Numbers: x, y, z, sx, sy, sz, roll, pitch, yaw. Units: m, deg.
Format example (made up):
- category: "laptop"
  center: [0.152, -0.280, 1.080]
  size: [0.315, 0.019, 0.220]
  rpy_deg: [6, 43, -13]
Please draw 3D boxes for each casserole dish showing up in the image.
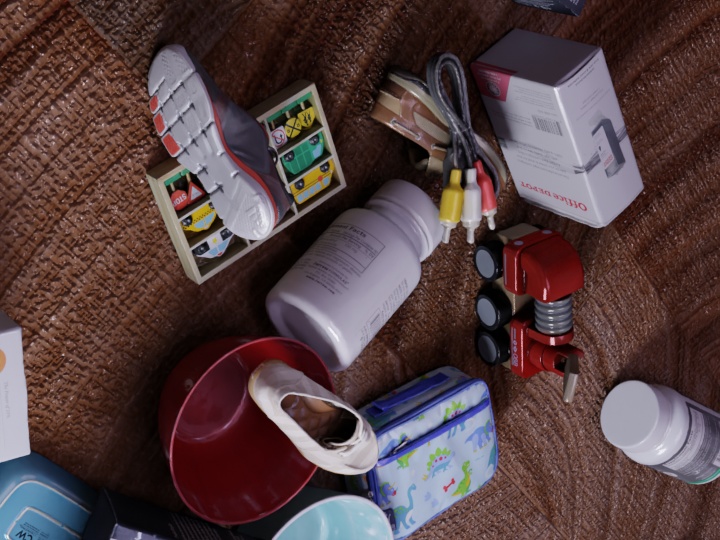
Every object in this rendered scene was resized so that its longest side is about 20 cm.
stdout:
- category: "casserole dish"
  center: [-0.316, 0.262, 1.285]
  size: [0.122, 0.039, 0.200]
  rpy_deg: [-53, 130, -10]

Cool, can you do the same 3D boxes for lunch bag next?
- category: "lunch bag"
  center: [0.072, 0.214, 1.545]
  size: [0.198, 0.082, 0.163]
  rpy_deg: [-23, 118, -31]

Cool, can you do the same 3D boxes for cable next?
- category: "cable"
  center: [0.116, -0.133, 1.371]
  size: [0.096, 0.050, 0.203]
  rpy_deg: [-17, 115, -34]

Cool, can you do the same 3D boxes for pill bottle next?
- category: "pill bottle"
  center: [0.430, 0.225, 1.809]
  size: [0.199, 0.113, 0.114]
  rpy_deg: [25, 91, -41]
- category: "pill bottle"
  center: [0.000, 0.000, 1.374]
  size: [0.200, 0.113, 0.115]
  rpy_deg: [-48, 130, -27]

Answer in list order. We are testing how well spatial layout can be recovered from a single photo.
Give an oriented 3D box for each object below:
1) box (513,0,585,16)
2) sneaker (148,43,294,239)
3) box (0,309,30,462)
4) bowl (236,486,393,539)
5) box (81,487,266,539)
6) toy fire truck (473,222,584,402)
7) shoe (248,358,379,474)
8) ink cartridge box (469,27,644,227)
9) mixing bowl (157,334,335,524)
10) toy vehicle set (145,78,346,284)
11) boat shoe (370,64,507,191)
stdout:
- category: "box"
  center: [0.184, -0.405, 1.374]
  size: [0.181, 0.104, 0.202]
  rpy_deg: [21, 94, -42]
- category: "sneaker"
  center: [-0.131, -0.128, 1.240]
  size: [0.082, 0.076, 0.202]
  rpy_deg: [-38, 103, -50]
- category: "box"
  center: [-0.400, 0.112, 1.119]
  size: [0.198, 0.097, 0.126]
  rpy_deg: [-13, 115, -33]
- category: "bowl"
  center: [-0.070, 0.326, 1.459]
  size: [0.199, 0.105, 0.204]
  rpy_deg: [-16, 116, -34]
- category: "box"
  center: [-0.194, 0.349, 1.267]
  size: [0.194, 0.124, 0.203]
  rpy_deg: [21, 90, -18]
- category: "toy fire truck"
  center: [0.220, 0.059, 1.520]
  size: [0.127, 0.199, 0.179]
  rpy_deg: [-19, 119, -31]
- category: "shoe"
  center: [-0.039, 0.160, 1.310]
  size: [0.070, 0.053, 0.200]
  rpy_deg: [-55, 131, -8]
- category: "ink cartridge box"
  center: [0.226, -0.163, 1.474]
  size: [0.085, 0.145, 0.201]
  rpy_deg: [-39, 127, -20]
- category: "mixing bowl"
  center: [-0.135, 0.147, 1.334]
  size: [0.198, 0.108, 0.203]
  rpy_deg: [-16, 117, -34]
- category: "toy vehicle set"
  center: [-0.112, -0.092, 1.313]
  size: [0.199, 0.026, 0.125]
  rpy_deg: [-35, 125, -23]
- category: "boat shoe"
  center: [0.082, -0.141, 1.424]
  size: [0.200, 0.076, 0.074]
  rpy_deg: [40, 87, -32]
